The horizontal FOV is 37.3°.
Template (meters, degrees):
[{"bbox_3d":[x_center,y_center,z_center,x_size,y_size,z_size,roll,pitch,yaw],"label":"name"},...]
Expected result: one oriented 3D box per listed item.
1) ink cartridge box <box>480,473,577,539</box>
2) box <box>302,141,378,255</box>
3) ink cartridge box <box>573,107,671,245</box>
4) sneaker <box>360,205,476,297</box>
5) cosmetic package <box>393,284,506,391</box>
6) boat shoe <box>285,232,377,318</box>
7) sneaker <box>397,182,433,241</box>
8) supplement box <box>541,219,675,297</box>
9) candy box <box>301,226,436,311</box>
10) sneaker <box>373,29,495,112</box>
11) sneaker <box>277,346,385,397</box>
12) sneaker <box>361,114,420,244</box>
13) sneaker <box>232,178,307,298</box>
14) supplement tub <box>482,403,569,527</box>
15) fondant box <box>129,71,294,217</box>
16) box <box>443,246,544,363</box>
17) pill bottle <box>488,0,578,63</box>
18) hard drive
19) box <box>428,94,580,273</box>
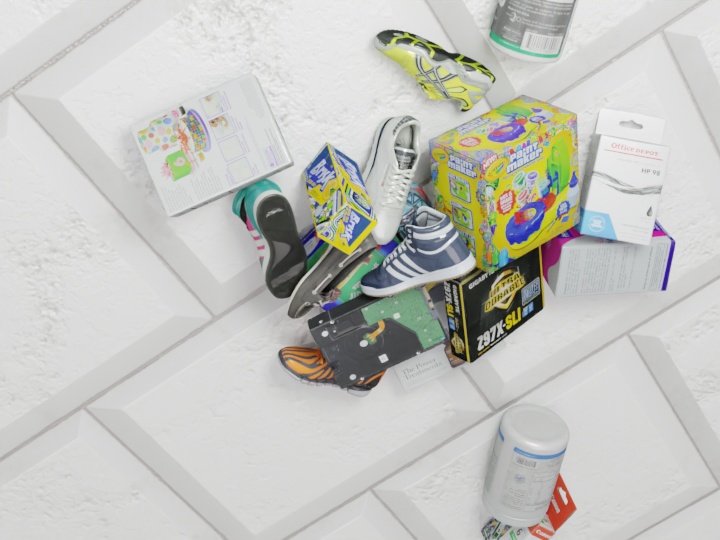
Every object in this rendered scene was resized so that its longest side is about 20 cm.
[{"bbox_3d":[0.328,0.492,2.097,0.050,0.109,0.200,29,111,-26],"label":"ink cartridge box"},{"bbox_3d":[-0.033,-0.111,1.598,0.064,0.200,0.070,32,111,-27],"label":"box"},{"bbox_3d":[0.419,-0.150,1.698,0.115,0.067,0.201,10,100,1],"label":"ink cartridge box"},{"bbox_3d":[0.070,-0.030,1.636,0.199,0.070,0.109,-14,116,32],"label":"sneaker"},{"bbox_3d":[0.137,0.107,1.858,0.199,0.052,0.151,-24,120,3],"label":"cosmetic package"},{"bbox_3d":[-0.046,0.012,1.651,0.057,0.067,0.200,43,115,14],"label":"boat shoe"},{"bbox_3d":[0.102,-0.067,1.715,0.079,0.096,0.200,-42,120,14],"label":"sneaker"},{"bbox_3d":[0.412,-0.026,1.802,0.199,0.101,0.104,-5,122,-9],"label":"supplement box"},{"bbox_3d":[0.000,0.000,1.747,0.200,0.077,0.169,37,108,-29],"label":"candy box"},{"bbox_3d":[0.105,-0.295,1.589,0.199,0.076,0.077,20,115,-21],"label":"sneaker"},{"bbox_3d":[-0.038,0.143,1.823,0.199,0.078,0.112,16,127,-33],"label":"sneaker"},{"bbox_3d":[0.047,-0.138,1.628,0.076,0.080,0.201,7,93,-26],"label":"sneaker"},{"bbox_3d":[-0.144,-0.062,1.654,0.083,0.121,0.201,-18,130,-15],"label":"sneaker"},{"bbox_3d":[0.308,0.364,2.002,0.131,0.132,0.201,2,122,-13],"label":"supplement tub"},{"bbox_3d":[-0.216,-0.183,1.566,0.199,0.058,0.145,-23,92,2],"label":"fondant box"},{"bbox_3d":[0.224,0.037,1.773,0.200,0.049,0.160,-32,129,-33],"label":"box"},{"bbox_3d":[0.261,-0.409,1.528,0.112,0.113,0.201,6,119,-15],"label":"pill bottle"},{"bbox_3d":[0.030,0.097,1.744,0.199,0.038,0.140,-25,123,4],"label":"hard drive"},{"bbox_3d":[0.224,-0.136,1.640,0.199,0.122,0.194,-28,127,-26],"label":"box"}]
